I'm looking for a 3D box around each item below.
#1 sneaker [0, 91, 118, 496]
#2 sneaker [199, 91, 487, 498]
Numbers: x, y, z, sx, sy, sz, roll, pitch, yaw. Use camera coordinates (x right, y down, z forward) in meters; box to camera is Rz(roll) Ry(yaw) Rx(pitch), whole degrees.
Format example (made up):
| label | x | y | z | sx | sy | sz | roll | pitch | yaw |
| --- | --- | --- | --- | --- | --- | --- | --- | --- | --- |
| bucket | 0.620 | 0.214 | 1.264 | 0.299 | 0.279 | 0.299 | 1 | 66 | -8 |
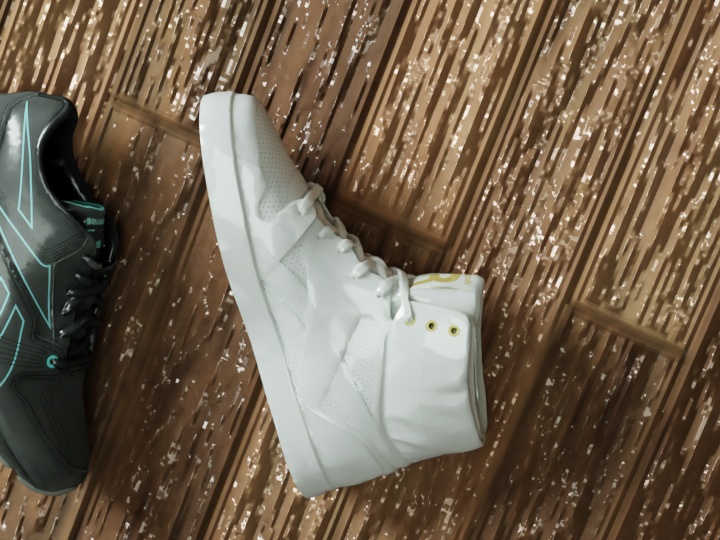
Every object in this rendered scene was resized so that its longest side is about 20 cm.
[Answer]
| label | x | y | z | sx | sy | sz | roll | pitch | yaw |
| --- | --- | --- | --- | --- | --- | --- | --- | --- | --- |
| sneaker | -0.157 | 0.010 | 1.056 | 0.079 | 0.075 | 0.202 | -12 | 96 | 12 |
| sneaker | 0.000 | 0.000 | 1.024 | 0.115 | 0.074 | 0.202 | -14 | 105 | 13 |
